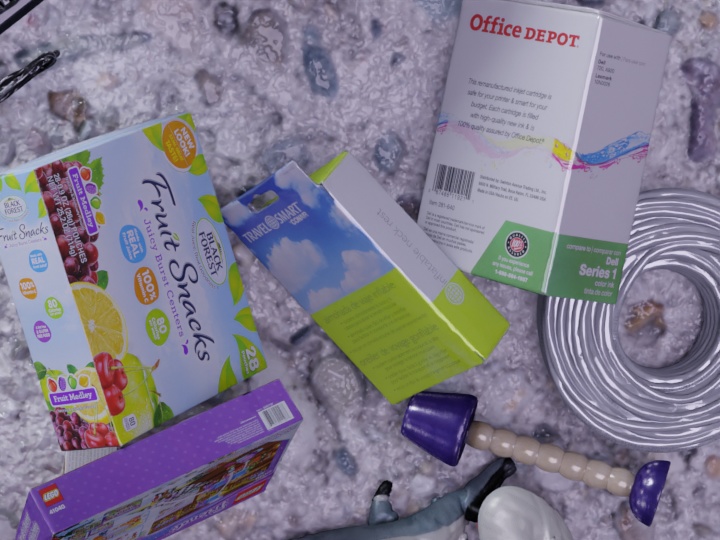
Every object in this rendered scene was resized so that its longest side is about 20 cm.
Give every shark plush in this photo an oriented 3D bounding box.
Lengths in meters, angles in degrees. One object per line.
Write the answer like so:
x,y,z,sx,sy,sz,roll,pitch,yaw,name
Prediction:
0.028,0.194,1.640,0.200,0.091,0.083,-35,69,2,shark plush

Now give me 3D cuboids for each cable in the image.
0.231,0.036,1.645,0.200,0.069,0.200,-27,99,-2,cable

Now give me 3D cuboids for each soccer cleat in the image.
0.152,0.247,1.634,0.069,0.078,0.200,-32,112,-12,soccer cleat

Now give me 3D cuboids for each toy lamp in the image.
0.129,0.137,1.631,0.199,0.058,0.058,17,94,9,toy lamp

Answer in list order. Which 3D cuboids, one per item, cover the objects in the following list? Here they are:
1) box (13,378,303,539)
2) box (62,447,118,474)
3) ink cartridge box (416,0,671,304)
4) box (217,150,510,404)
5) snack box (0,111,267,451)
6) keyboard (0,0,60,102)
-0.146,0.155,1.544,0.200,0.137,0.039,-23,70,-25,box
-0.199,0.132,1.614,0.041,0.039,0.201,3,96,-9,box
0.129,-0.089,1.570,0.084,0.145,0.201,7,96,-41,ink cartridge box
0.000,0.000,1.585,0.200,0.122,0.048,47,53,-10,box
-0.165,0.005,1.544,0.068,0.168,0.201,-8,101,39,snack box
-0.284,-0.171,1.579,0.200,0.021,0.127,-38,99,-1,keyboard
